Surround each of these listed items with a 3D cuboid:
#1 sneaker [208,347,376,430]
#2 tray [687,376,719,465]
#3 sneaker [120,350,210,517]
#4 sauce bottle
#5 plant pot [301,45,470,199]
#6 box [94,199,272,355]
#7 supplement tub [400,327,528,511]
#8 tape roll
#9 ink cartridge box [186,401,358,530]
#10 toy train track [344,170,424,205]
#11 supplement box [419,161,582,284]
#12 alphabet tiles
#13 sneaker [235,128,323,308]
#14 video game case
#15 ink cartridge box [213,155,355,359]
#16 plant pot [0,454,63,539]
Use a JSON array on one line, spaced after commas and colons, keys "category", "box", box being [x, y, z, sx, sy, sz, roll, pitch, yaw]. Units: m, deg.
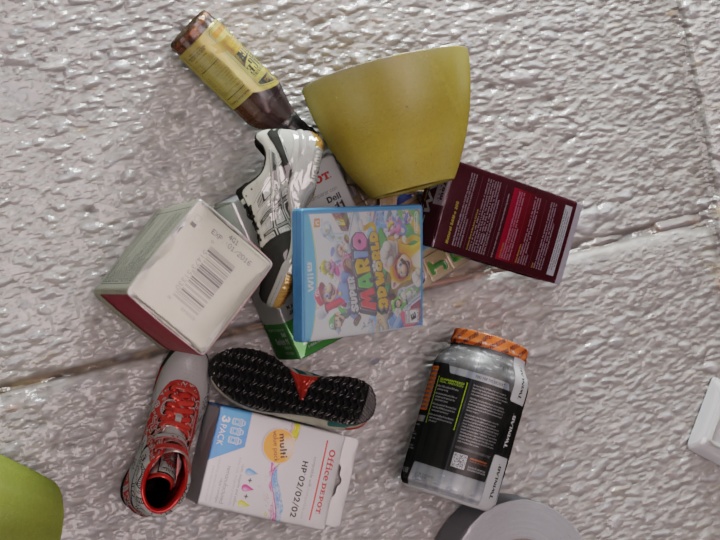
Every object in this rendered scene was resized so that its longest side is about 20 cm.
[{"category": "sneaker", "box": [-0.082, 0.148, 1.596, 0.198, 0.094, 0.071, 13, 69, 0]}, {"category": "tray", "box": [0.543, 0.233, 1.865, 0.199, 0.022, 0.108, 27, 80, -18]}, {"category": "sneaker", "box": [-0.206, 0.180, 1.531, 0.067, 0.108, 0.203, 24, 80, -19]}, {"category": "sauce bottle", "box": [-0.131, -0.213, 1.597, 0.200, 0.066, 0.066, 43, 75, -17]}, {"category": "plant pot", "box": [0.044, -0.163, 1.583, 0.198, 0.200, 0.143, -13, 89, -21]}, {"category": "box", "box": [-0.197, 0.009, 1.490, 0.109, 0.200, 0.128, 41, 76, -15]}, {"category": "supplement tub", "box": [0.131, 0.179, 1.654, 0.122, 0.122, 0.202, 20, 82, -19]}, {"category": "tape roll", "box": [0.184, 0.381, 1.699, 0.198, 0.066, 0.202, 0, 89, -22]}, {"category": "ink cartridge box", "box": [-0.092, 0.232, 1.595, 0.198, 0.068, 0.116, 15, 83, -20]}, {"category": "toy train track", "box": [0.078, -0.109, 1.682, 0.198, 0.032, 0.116, 4, 87, -22]}, {"category": "supplement box", "box": [0.169, -0.059, 1.688, 0.199, 0.061, 0.110, 17, 90, -29]}, {"category": "alphabet tiles", "box": [0.058, -0.080, 1.695, 0.166, 0.008, 0.201, -31, 100, -19]}, {"category": "sneaker", "box": [-0.099, -0.060, 1.521, 0.087, 0.076, 0.202, 10, 81, -3]}, {"category": "video game case", "box": [0.000, 0.000, 1.539, 0.199, 0.018, 0.145, -5, 97, -46]}, {"category": "ink cartridge box", "box": [-0.065, -0.016, 1.605, 0.146, 0.083, 0.201, -27, 97, -20]}, {"category": "plant pot", "box": [-0.420, 0.256, 1.425, 0.199, 0.186, 0.189, 12, 84, -35]}]
